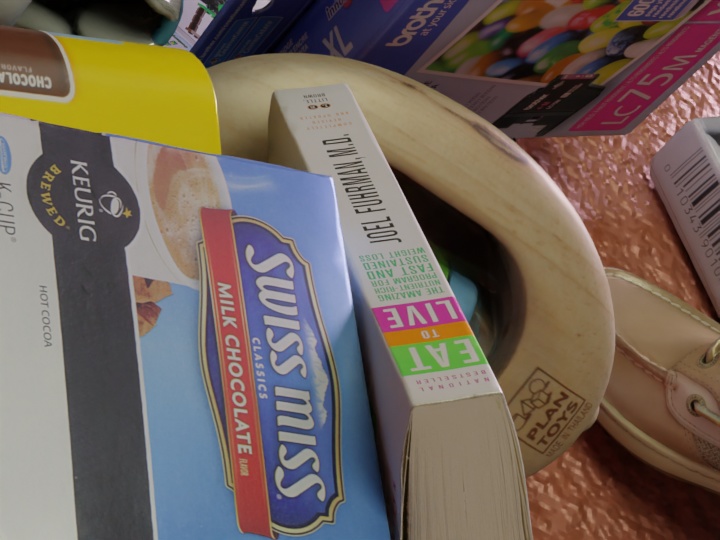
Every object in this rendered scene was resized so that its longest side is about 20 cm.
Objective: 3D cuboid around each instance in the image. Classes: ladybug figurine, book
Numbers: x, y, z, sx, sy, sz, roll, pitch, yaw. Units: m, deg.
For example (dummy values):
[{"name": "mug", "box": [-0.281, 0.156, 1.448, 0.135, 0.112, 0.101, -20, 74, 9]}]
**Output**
[{"name": "ladybug figurine", "box": [0.000, 0.000, 0.980, 0.200, 0.136, 0.072, 36, 7, -22]}, {"name": "book", "box": [0.010, 0.045, 0.842, 0.048, 0.134, 0.200, -8, 28, -9]}]

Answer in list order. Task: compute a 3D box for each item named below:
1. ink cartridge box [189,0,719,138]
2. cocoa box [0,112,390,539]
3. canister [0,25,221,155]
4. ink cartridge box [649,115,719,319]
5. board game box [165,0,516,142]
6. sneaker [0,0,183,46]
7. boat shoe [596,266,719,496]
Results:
[{"name": "ink cartridge box", "box": [0.046, -0.089, 1.014, 0.200, 0.119, 0.042, -1, 62, -34]}, {"name": "cocoa box", "box": [-0.099, 0.066, 0.802, 0.131, 0.200, 0.134, 10, 56, -29]}, {"name": "canister", "box": [-0.160, -0.028, 0.865, 0.200, 0.148, 0.087, 5, 73, -34]}, {"name": "ink cartridge box", "box": [0.237, 0.023, 1.169, 0.200, 0.043, 0.198, -7, 63, -38]}, {"name": "board game box", "box": [-0.034, -0.070, 1.055, 0.200, 0.035, 0.127, 17, 51, -24]}, {"name": "sneaker", "box": [-0.081, -0.106, 0.953, 0.087, 0.075, 0.200, 47, 33, 17]}, {"name": "boat shoe", "box": [0.150, 0.050, 1.038, 0.072, 0.065, 0.200, -18, 47, -41]}]
